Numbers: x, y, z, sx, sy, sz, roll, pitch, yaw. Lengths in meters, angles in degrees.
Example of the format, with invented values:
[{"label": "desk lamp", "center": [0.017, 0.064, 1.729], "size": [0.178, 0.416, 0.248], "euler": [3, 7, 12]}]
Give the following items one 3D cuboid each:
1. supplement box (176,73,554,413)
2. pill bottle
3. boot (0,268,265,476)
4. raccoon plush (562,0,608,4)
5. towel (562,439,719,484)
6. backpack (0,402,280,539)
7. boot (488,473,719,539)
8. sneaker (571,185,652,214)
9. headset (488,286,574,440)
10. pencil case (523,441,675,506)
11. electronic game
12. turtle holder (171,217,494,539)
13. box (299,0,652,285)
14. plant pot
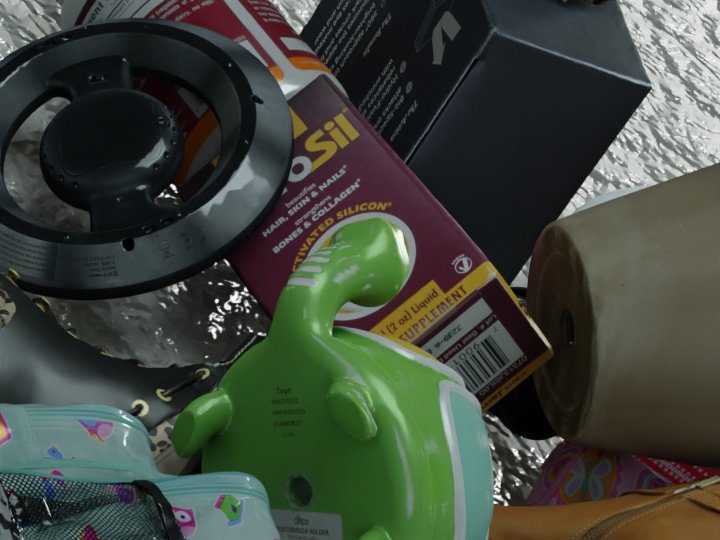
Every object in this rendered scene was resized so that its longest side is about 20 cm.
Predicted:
[{"label": "supplement box", "center": [0.000, 0.000, 1.486], "size": [0.200, 0.110, 0.086], "euler": [51, -1, 43]}, {"label": "pill bottle", "center": [-0.104, -0.133, 1.619], "size": [0.113, 0.113, 0.200], "euler": [-10, 52, -47]}, {"label": "boot", "center": [-0.133, 0.054, 1.396], "size": [0.150, 0.073, 0.200], "euler": [37, 38, 6]}, {"label": "raccoon plush", "center": [0.121, -0.232, 1.554], "size": [0.199, 0.134, 0.097], "euler": [5, 44, -39]}, {"label": "towel", "center": [0.225, 0.090, 1.605], "size": [0.144, 0.023, 0.200], "euler": [39, 63, 17]}, {"label": "backpack", "center": [-0.124, 0.151, 1.181], "size": [0.199, 0.176, 0.154], "euler": [11, 43, -37]}, {"label": "boot", "center": [0.124, 0.134, 1.417], "size": [0.155, 0.077, 0.200], "euler": [-27, 23, -34]}, {"label": "sneaker", "center": [0.221, 0.005, 1.755], "size": [0.199, 0.073, 0.085], "euler": [14, 35, -29]}, {"label": "headset", "center": [0.097, 0.038, 1.561], "size": [0.199, 0.094, 0.124], "euler": [10, 13, -10]}, {"label": "pencil case", "center": [0.178, 0.167, 1.500], "size": [0.200, 0.088, 0.087], "euler": [35, 33, 5]}, {"label": "electronic game", "center": [-0.135, -0.064, 1.493], "size": [0.199, 0.042, 0.201], "euler": [-3, 49, 4]}, {"label": "turtle holder", "center": [-0.008, 0.085, 1.333], "size": [0.131, 0.141, 0.186], "euler": [-7, 66, -51]}, {"label": "box", "center": [0.057, -0.116, 1.659], "size": [0.117, 0.197, 0.200], "euler": [16, 37, -26]}, {"label": "plant pot", "center": [0.187, 0.026, 1.462], "size": [0.173, 0.201, 0.200], "euler": [-4, 44, -16]}]
